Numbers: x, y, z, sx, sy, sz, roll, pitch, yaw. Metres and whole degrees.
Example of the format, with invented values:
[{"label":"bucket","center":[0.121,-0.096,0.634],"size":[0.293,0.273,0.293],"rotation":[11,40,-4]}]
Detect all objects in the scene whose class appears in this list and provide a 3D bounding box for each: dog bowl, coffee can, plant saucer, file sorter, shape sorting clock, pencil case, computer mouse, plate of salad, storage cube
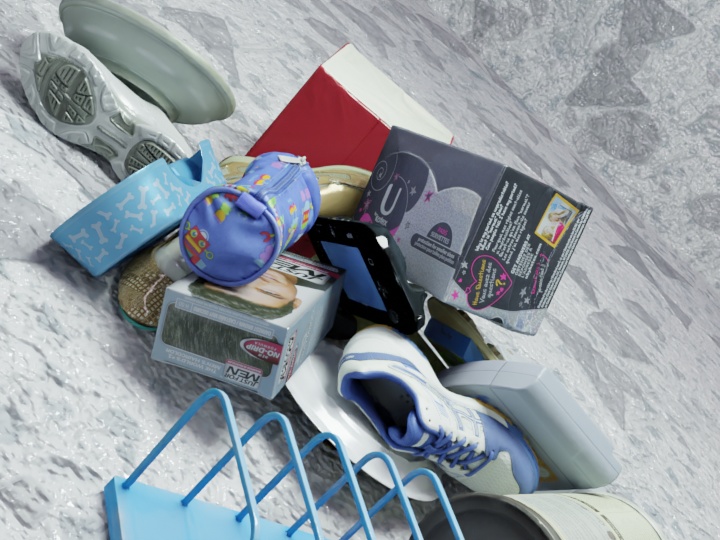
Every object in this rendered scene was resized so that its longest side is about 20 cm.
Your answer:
[{"label":"dog bowl","center":[-0.176,-0.051,0.900],"size":[0.050,0.111,0.200],"rotation":[56,20,-5]},{"label":"coffee can","center":[0.145,0.248,0.844],"size":[0.200,0.146,0.147],"rotation":[14,35,-52]},{"label":"plant saucer","center":[-0.223,-0.196,1.083],"size":[0.200,0.050,0.200],"rotation":[27,-14,7]},{"label":"file sorter","center":[-0.038,0.180,0.682],"size":[0.200,0.123,0.139],"rotation":[27,27,-36]},{"label":"shape sorting clock","center":[0.128,0.106,1.051],"size":[0.200,0.039,0.200],"rotation":[51,-5,7]},{"label":"pencil case","center":[-0.083,-0.048,0.890],"size":[0.078,0.087,0.200],"rotation":[32,17,0]},{"label":"computer mouse","center":[-0.082,0.004,1.071],"size":[0.200,0.034,0.059],"rotation":[42,10,15]},{"label":"plate of salad","center":[-0.008,0.128,0.936],"size":[0.200,0.048,0.200],"rotation":[41,13,-11]},{"label":"storage cube","center":[-0.021,-0.123,1.203],"size":[0.171,0.180,0.200],"rotation":[41,22,-5]}]

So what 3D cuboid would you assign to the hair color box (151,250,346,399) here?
[{"label":"hair color box","center":[-0.084,0.032,0.880],"size":[0.099,0.061,0.200],"rotation":[17,16,7]}]

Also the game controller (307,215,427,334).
[{"label":"game controller","center":[0.000,0.000,0.972],"size":[0.105,0.042,0.200],"rotation":[56,-14,-15]}]

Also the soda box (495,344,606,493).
[{"label":"soda box","center":[0.180,0.177,1.146],"size":[0.064,0.068,0.200],"rotation":[28,26,-42]}]

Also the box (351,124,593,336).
[{"label":"box","center":[0.090,-0.041,0.996],"size":[0.114,0.133,0.200],"rotation":[21,6,-31]}]

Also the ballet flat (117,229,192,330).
[{"label":"ballet flat","center":[-0.147,-0.012,0.926],"size":[0.070,0.065,0.200],"rotation":[38,21,-5]}]

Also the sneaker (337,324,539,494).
[{"label":"sneaker","center":[0.059,0.135,0.889],"size":[0.200,0.075,0.088],"rotation":[38,26,0]}]

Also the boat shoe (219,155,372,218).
[{"label":"boat shoe","center":[-0.055,-0.067,1.081],"size":[0.199,0.072,0.076],"rotation":[5,20,1]}]

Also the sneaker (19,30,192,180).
[{"label":"sneaker","center":[-0.240,-0.148,1.030],"size":[0.200,0.078,0.099],"rotation":[46,11,-13]}]

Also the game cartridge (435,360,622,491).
[{"label":"game cartridge","center":[0.125,0.141,0.965],"size":[0.133,0.200,0.042],"rotation":[45,61,-13]}]

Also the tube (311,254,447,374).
[{"label":"tube","center":[0.017,0.057,1.101],"size":[0.200,0.052,0.058],"rotation":[50,34,11]}]
